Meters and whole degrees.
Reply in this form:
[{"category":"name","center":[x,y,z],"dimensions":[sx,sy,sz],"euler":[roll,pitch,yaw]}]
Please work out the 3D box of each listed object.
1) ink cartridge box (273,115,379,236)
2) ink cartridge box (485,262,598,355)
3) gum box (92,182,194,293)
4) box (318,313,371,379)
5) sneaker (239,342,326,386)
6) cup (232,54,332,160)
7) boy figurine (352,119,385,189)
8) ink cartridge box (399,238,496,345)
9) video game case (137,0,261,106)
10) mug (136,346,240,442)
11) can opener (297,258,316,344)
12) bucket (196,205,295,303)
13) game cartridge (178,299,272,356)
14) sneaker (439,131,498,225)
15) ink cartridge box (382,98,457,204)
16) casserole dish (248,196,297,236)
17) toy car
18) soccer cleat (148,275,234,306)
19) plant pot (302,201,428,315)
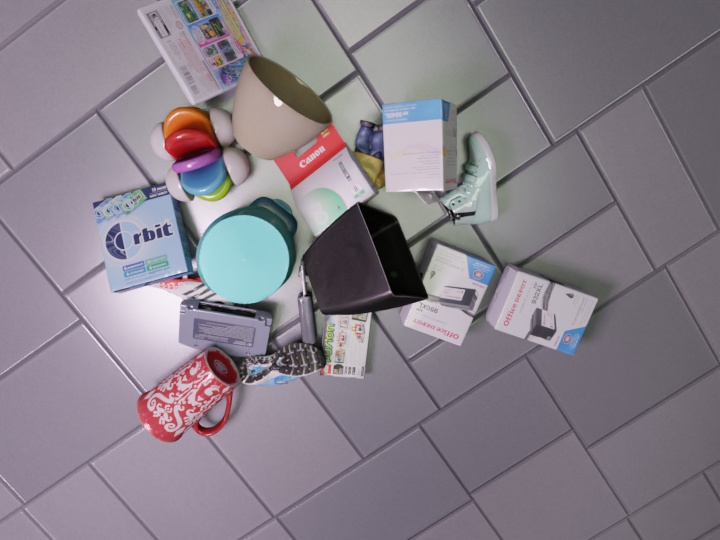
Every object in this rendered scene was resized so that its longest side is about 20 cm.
[{"category":"ink cartridge box","center":[-0.081,-0.198,1.142],"dimensions":[0.161,0.050,0.200],"euler":[-34,90,18]},{"category":"ink cartridge box","center":[0.411,0.088,1.243],"dimensions":[0.200,0.084,0.145],"euler":[19,101,-6]},{"category":"gum box","center":[-0.464,-0.070,1.161],"dimensions":[0.169,0.045,0.201],"euler":[-16,83,1]},{"category":"box","center":[-0.034,0.149,1.261],"dimensions":[0.110,0.035,0.201],"euler":[6,102,-4]},{"category":"sneaker","center":[-0.173,0.222,1.253],"dimensions":[0.199,0.090,0.079],"euler":[-11,64,9]},{"category":"cup","center":[-0.177,-0.309,1.094],"dimensions":[0.200,0.200,0.143],"euler":[38,117,-9]},{"category":"boy figurine","center":[0.014,-0.217,1.172],"dimensions":[0.124,0.064,0.201],"euler":[12,102,-4]},{"category":"ink cartridge box","center":[0.194,0.049,1.225],"dimensions":[0.144,0.084,0.200],"euler":[20,101,-6]},{"category":"video game case","center":[-0.311,-0.458,1.091],"dimensions":[0.182,0.024,0.200],"euler":[-34,102,-22]},{"category":"mug","center":[-0.367,0.278,1.228],"dimensions":[0.200,0.134,0.177],"euler":[-39,144,12]},{"category":"can opener","center":[-0.108,0.067,1.232],"dimensions":[0.067,0.053,0.201],"euler":[-6,103,-1]},{"category":"bucket","center":[-0.232,-0.030,1.120],"dimensions":[0.207,0.135,0.208],"euler":[-1,97,-4]},{"category":"game cartridge","center":[-0.304,0.135,1.218],"dimensions":[0.199,0.042,0.133],"euler":[10,132,-9]},{"category":"sneaker","center":[0.229,-0.193,1.178],"dimensions":[0.118,0.074,0.201],"euler":[-13,105,-6]},{"category":"ink cartridge box","center":[0.125,-0.239,1.118],"dimensions":[0.125,0.129,0.201],"euler":[2,100,23]},{"category":"casserole dish","center":[-0.228,-0.069,1.206],"dimensions":[0.121,0.039,0.200],"euler":[37,97,-10]},{"category":"toy car","center":[-0.333,-0.236,1.108],"dimensions":[0.175,0.150,0.200],"euler":[-17,102,1]},{"category":"soccer cleat","center":[-0.375,0.048,1.210],"dimensions":[0.199,0.069,0.085],"euler":[3,98,-8]},{"category":"plant pot","center":[0.000,0.000,1.136],"dimensions":[0.177,0.199,0.200],"euler":[-27,74,23]}]
